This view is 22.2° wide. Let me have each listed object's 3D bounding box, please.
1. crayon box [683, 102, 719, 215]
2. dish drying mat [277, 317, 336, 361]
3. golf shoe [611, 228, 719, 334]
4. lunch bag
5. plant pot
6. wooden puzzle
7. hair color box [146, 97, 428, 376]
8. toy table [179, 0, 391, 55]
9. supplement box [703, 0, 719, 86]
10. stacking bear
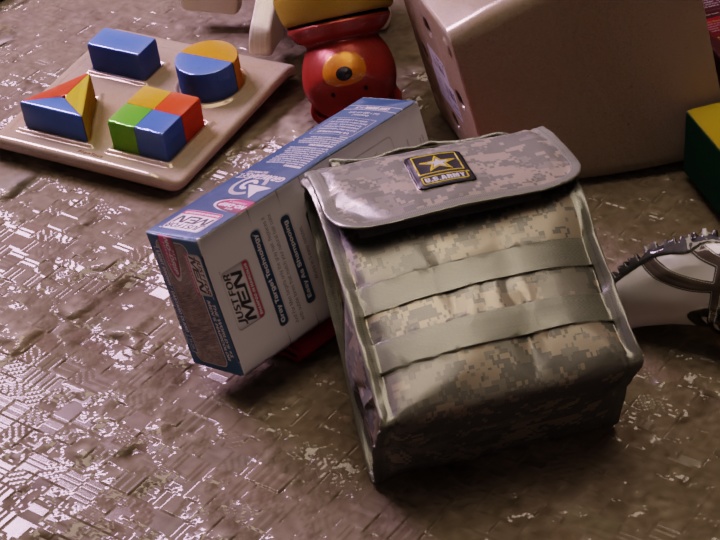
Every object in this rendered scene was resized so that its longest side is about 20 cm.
[{"bbox_3d":[0.349,-0.067,1.271,0.198,0.059,0.173,-12,36,-10],"label":"crayon box"},{"bbox_3d":[0.000,0.000,1.266,0.076,0.018,0.200,22,45,37],"label":"dish drying mat"},{"bbox_3d":[0.241,0.022,1.143,0.199,0.078,0.095,-15,69,29],"label":"golf shoe"},{"bbox_3d":[0.061,0.004,1.108,0.163,0.118,0.201,-12,64,-9],"label":"lunch bag"},{"bbox_3d":[0.138,-0.180,1.361,0.176,0.201,0.200,-23,37,-5],"label":"plant pot"},{"bbox_3d":[-0.176,-0.143,1.472,0.184,0.047,0.200,14,39,27],"label":"wooden puzzle"},{"bbox_3d":[-0.036,-0.026,1.199,0.199,0.101,0.060,-34,28,-33],"label":"hair color box"},{"bbox_3d":[-0.066,-0.271,1.561,0.198,0.118,0.184,14,32,18],"label":"toy table"},{"bbox_3d":[0.305,-0.173,1.427,0.108,0.061,0.200,-12,36,-10],"label":"supplement box"},{"bbox_3d":[-0.021,-0.217,1.427,0.120,0.202,0.114,-11,7,0],"label":"stacking bear"}]
